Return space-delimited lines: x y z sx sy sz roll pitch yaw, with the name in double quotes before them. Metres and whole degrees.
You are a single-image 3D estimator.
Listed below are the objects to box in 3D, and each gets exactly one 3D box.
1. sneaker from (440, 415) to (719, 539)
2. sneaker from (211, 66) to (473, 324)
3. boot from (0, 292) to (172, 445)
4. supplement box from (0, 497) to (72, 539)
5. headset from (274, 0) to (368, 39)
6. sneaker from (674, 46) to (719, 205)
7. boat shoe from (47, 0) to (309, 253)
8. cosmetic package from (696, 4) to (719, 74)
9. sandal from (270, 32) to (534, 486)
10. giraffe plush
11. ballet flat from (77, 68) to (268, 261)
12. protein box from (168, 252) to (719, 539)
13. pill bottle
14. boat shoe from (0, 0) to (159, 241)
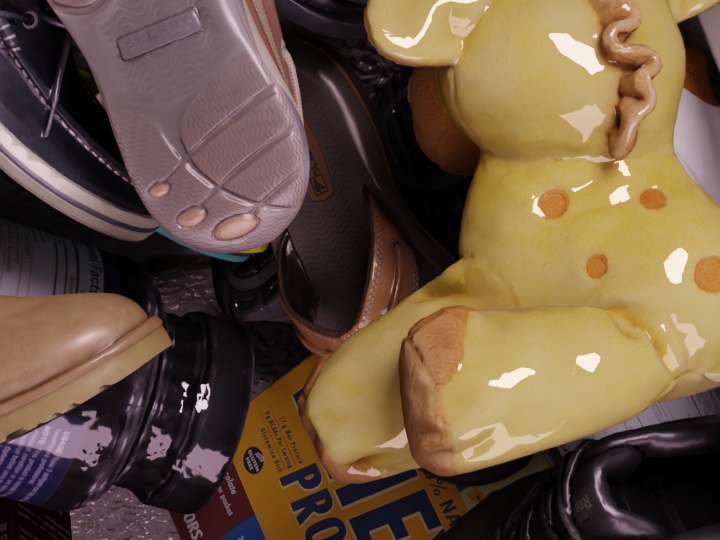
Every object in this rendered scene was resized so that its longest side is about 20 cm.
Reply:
"sneaker" 0.088 0.091 0.749 0.200 0.076 0.091 -29 153 31
"sneaker" 0.029 -0.032 0.893 0.200 0.076 0.091 -27 149 34
"boot" -0.180 -0.027 0.728 0.175 0.201 0.066 -21 -173 15
"supplement box" -0.195 0.189 1.005 0.109 0.201 0.061 -23 143 15
"headset" 0.016 -0.137 0.756 0.123 0.094 0.200 -22 128 21
"sneaker" 0.171 -0.017 0.913 0.073 0.085 0.200 10 147 44
"boat shoe" -0.069 -0.104 0.694 0.075 0.201 0.072 -14 -172 9
"cosmetic package" 0.203 -0.037 0.813 0.071 0.201 0.105 -29 142 20
"sandal" 0.000 0.000 0.823 0.082 0.201 0.055 -24 -176 32
"giraffe plush" 0.065 -0.030 0.708 0.200 0.163 0.172 -16 180 42
"ballet flat" -0.101 -0.062 0.815 0.200 0.067 0.067 23 110 -36
"protein box" 0.056 0.100 0.961 0.198 0.135 0.200 -38 158 31
"pill bottle" -0.151 0.036 0.861 0.199 0.112 0.112 19 135 -21
"boat shoe" -0.126 -0.091 0.717 0.062 0.075 0.200 -36 112 7
